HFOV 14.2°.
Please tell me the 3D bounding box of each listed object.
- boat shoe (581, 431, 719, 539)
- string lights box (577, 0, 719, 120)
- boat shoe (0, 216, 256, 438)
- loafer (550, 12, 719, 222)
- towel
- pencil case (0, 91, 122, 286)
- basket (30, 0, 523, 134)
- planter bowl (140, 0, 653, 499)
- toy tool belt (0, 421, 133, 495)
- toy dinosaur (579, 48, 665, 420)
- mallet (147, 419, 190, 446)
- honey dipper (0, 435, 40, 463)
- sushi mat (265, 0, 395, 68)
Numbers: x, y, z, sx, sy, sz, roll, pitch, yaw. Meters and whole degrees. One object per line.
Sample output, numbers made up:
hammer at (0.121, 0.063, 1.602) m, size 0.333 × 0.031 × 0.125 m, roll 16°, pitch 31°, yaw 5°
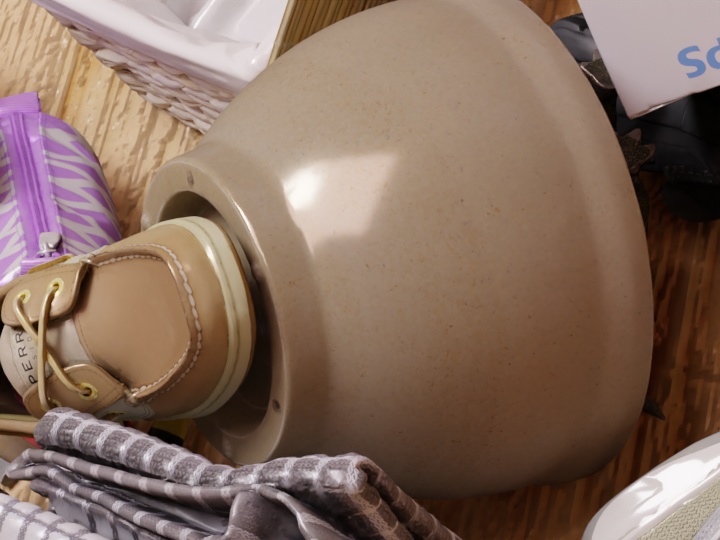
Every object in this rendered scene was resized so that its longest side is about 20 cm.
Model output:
boat shoe at (0.173, 0.074, 1.044) m, size 0.202 × 0.074 × 0.065 m, roll -35°, pitch 51°, yaw 16°
string lights box at (0.161, -0.133, 1.137) m, size 0.103 × 0.059 × 0.200 m, roll -18°, pitch 17°, yaw 24°
boat shoe at (-0.103, 0.030, 1.082) m, size 0.200 × 0.066 × 0.074 m, roll -28°, pitch 77°, yaw 59°
loafer at (0.149, -0.052, 1.154) m, size 0.068 × 0.071 × 0.200 m, roll -15°, pitch 26°, yaw -35°
towel at (-0.022, 0.121, 1.051) m, size 0.165 × 0.200 × 0.086 m, roll 16°, pitch 74°, yaw 41°
pencil case at (-0.143, -0.004, 1.270) m, size 0.084 × 0.086 × 0.200 m, roll -15°, pitch 25°, yaw -6°
basket at (-0.042, -0.131, 1.302) m, size 0.200 × 0.123 × 0.136 m, roll 27°, pitch 77°, yaw 43°
planter bowl at (0.000, 0.000, 1.096) m, size 0.134 × 0.201 × 0.200 m, roll -15°, pitch 37°, yaw -27°
toy tool belt at (-0.197, 0.112, 1.238) m, size 0.200 × 0.123 × 0.125 m, roll -47°, pitch 45°, yaw -3°
toy dinosaur at (0.086, -0.020, 1.153) m, size 0.077 × 0.102 × 0.200 m, roll -27°, pitch 62°, yaw -16°
mallet at (-0.071, 0.067, 1.246) m, size 0.041 × 0.066 × 0.200 m, roll 147°, pitch 136°, yaw -75°
honey dipper at (-0.145, 0.070, 1.184) m, size 0.038 × 0.200 × 0.038 m, roll -49°, pitch 16°, yaw 19°
sushi mat at (-0.020, -0.053, 1.198) m, size 0.012 × 0.096 × 0.200 m, roll 26°, pitch 102°, yaw 36°
